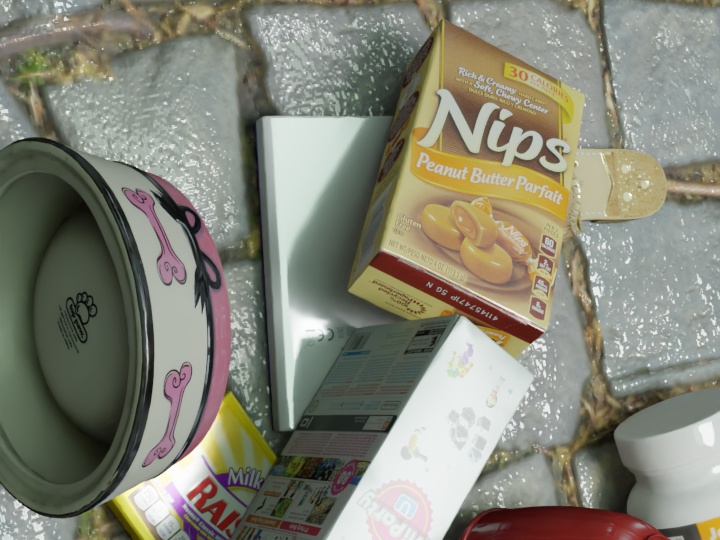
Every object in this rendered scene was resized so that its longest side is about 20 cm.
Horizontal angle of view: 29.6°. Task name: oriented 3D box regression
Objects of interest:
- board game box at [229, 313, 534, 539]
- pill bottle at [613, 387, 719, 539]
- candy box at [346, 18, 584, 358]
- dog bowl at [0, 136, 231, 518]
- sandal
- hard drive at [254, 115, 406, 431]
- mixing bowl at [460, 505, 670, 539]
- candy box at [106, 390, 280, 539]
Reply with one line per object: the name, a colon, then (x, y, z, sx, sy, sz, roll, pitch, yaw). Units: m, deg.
board game box: (-0.002, 0.128, 0.796, 0.064, 0.147, 0.201, 38, 72, -15)
pill bottle: (0.257, 0.194, 0.966, 0.115, 0.116, 0.202, -23, 95, -26)
candy box: (0.071, -0.053, 0.864, 0.114, 0.055, 0.202, 25, 53, -13)
dog bowl: (-0.148, 0.029, 0.749, 0.073, 0.199, 0.203, -4, 86, -44)
sandal: (0.143, -0.058, 0.962, 0.209, 0.069, 0.079, -9, 88, -27)
hard drive: (0.000, 0.000, 0.904, 0.130, 0.025, 0.203, -2, 85, -20)
mixing bowl: (0.158, 0.232, 0.864, 0.200, 0.108, 0.202, 37, 39, -36)
candy box: (-0.065, 0.186, 0.857, 0.102, 0.026, 0.201, -40, 102, -27)
